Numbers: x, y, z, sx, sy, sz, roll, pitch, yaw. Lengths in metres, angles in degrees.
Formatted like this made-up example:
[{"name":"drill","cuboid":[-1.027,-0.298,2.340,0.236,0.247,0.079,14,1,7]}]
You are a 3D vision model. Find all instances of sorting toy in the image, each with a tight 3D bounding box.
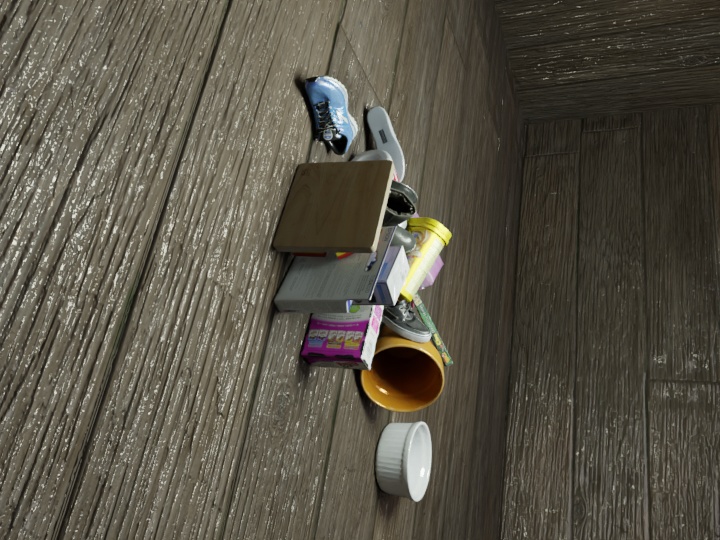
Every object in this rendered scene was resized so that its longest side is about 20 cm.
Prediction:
[{"name":"sorting toy","cuboid":[-0.041,-0.109,1.174,0.070,0.198,0.201,62,35,-53]}]

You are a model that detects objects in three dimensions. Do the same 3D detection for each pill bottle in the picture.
[{"name":"pill bottle","cuboid":[0.047,-0.179,1.480,0.201,0.112,0.113,66,33,-41]}]

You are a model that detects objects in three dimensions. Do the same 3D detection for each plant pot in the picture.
[{"name":"plant pot","cuboid":[0.106,0.215,1.533,0.184,0.199,0.201,-78,158,-61]}]

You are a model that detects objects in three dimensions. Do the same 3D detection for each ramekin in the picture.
[{"name":"ramekin","cuboid":[0.114,0.499,1.631,0.200,0.097,0.202,0,90,-66]}]

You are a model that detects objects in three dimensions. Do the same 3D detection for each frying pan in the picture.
[{"name":"frying pan","cuboid":[0.035,-0.180,1.338,0.115,0.189,0.031,-28,-139,66]}]

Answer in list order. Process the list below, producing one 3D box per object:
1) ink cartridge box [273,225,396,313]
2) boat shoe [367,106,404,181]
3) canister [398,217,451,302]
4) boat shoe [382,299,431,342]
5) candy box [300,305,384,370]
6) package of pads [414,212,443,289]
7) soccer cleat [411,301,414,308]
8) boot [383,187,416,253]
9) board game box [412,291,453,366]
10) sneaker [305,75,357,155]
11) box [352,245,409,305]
[{"name":"ink cartridge box","cuboid":[-0.041,-0.002,1.168,0.197,0.199,0.043,-68,147,-40]},{"name":"boat shoe","cuboid":[0.067,-0.311,1.549,0.201,0.070,0.066,70,18,3]},{"name":"canister","cuboid":[0.120,-0.027,1.532,0.086,0.148,0.201,38,76,-26]},{"name":"boat shoe","cuboid":[0.088,0.094,1.458,0.070,0.200,0.067,-20,138,-50]},{"name":"candy box","cuboid":[-0.029,0.100,1.270,0.061,0.136,0.201,59,38,-51]},{"name":"package of pads","cuboid":[0.148,-0.059,1.692,0.201,0.075,0.121,60,33,-17]},{"name":"soccer cleat","cuboid":[0.106,0.090,1.635,0.073,0.068,0.200,43,28,1]},{"name":"boot","cuboid":[0.078,-0.110,1.365,0.200,0.181,0.073,143,-37,-62]},{"name":"board game box","cuboid":[0.181,0.151,1.577,0.201,0.023,0.105,64,-1,10]},{"name":"sneaker","cuboid":[-0.060,-0.319,1.284,0.200,0.078,0.090,56,37,-51]},{"name":"box","cuboid":[-0.015,0.011,1.228,0.117,0.199,0.060,-62,142,-44]}]
